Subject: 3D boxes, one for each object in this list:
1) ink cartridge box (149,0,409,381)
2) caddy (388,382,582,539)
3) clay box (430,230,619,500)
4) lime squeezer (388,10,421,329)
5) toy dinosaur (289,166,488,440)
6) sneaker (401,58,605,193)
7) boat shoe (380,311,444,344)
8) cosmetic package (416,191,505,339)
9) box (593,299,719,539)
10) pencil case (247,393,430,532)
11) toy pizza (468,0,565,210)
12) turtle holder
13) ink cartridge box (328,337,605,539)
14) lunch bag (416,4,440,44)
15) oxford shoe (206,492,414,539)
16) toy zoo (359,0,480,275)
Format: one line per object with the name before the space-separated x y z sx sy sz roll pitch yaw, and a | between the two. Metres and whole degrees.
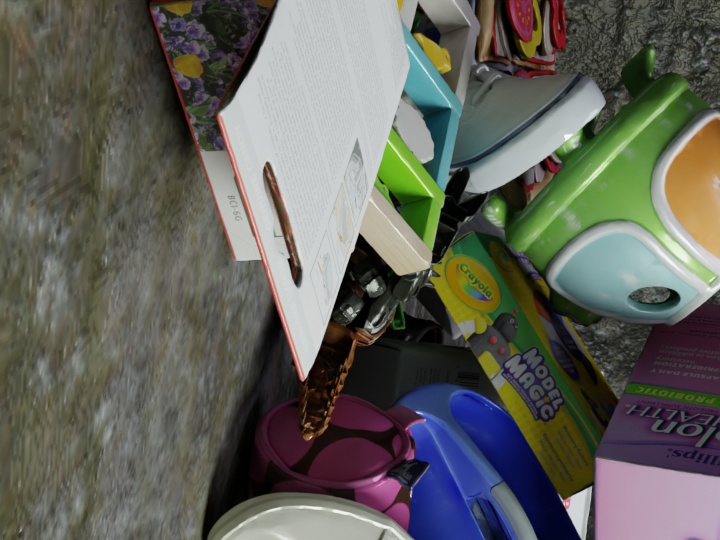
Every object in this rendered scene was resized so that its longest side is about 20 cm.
ink cartridge box | -0.030 -0.067 0.503 0.201 0.050 0.110 -72 154 -48
caddy | 0.066 0.169 0.854 0.141 0.105 0.201 -16 76 -45
clay box | 0.111 0.048 0.932 0.201 0.047 0.115 60 17 13
lime squeezer | 0.012 -0.068 0.916 0.071 0.037 0.202 -124 -143 -77
toy dinosaur | 0.000 0.000 0.761 0.136 0.101 0.201 115 -30 -50
sneaker | 0.057 -0.088 0.783 0.073 0.071 0.200 -43 -165 -22
boat shoe | 0.019 0.097 1.092 0.200 0.067 0.072 -66 166 -55
cosmetic package | 0.064 -0.015 1.113 0.074 0.102 0.200 -41 170 -4
box | 0.212 0.143 0.867 0.200 0.096 0.177 -50 141 -56
pencil case | -0.016 0.167 0.770 0.093 0.091 0.201 -21 131 -41
toy pizza | 0.110 -0.134 0.929 0.200 0.031 0.202 -1 90 -68
turtle holder | 0.156 -0.027 0.853 0.186 0.132 0.141 -47 175 31
ink cartridge box | 0.071 0.129 1.014 0.083 0.199 0.147 9 -90 53
lunch bag | 0.076 -0.168 0.995 0.161 0.075 0.201 -86 160 -46
oxford shoe | 0.010 0.170 0.696 0.075 0.200 0.058 -44 -150 18
toy zoo | 0.010 -0.115 0.693 0.131 0.020 0.201 47 43 -38
